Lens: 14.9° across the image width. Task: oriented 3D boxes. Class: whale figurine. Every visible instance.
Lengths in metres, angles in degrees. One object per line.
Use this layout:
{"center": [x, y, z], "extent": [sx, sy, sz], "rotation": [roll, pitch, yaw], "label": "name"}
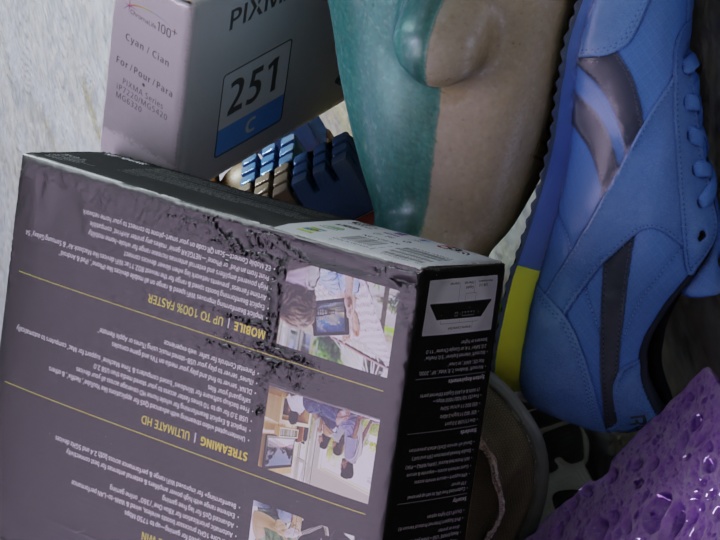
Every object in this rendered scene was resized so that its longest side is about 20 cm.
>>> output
{"center": [0.027, -0.077, 1.020], "extent": [0.159, 0.103, 0.201], "rotation": [5, -80, -76], "label": "whale figurine"}

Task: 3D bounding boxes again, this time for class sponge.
{"center": [0.074, 0.134, 0.967], "extent": [0.200, 0.030, 0.112], "rotation": [-45, 26, 14], "label": "sponge"}

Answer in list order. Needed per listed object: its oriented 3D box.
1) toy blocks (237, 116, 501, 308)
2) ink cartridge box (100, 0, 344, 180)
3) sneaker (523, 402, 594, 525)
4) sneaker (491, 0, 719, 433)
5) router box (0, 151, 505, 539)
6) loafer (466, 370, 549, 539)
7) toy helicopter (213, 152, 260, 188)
{"center": [0.000, 0.000, 1.123], "extent": [0.137, 0.100, 0.200], "rotation": [57, -164, -25], "label": "toy blocks"}
{"center": [-0.014, -0.144, 1.069], "extent": [0.045, 0.200, 0.177], "rotation": [32, 134, 26], "label": "ink cartridge box"}
{"center": [0.070, 0.118, 1.110], "extent": [0.200, 0.080, 0.084], "rotation": [-130, 26, -61], "label": "sneaker"}
{"center": [0.105, -0.039, 0.996], "extent": [0.066, 0.078, 0.201], "rotation": [-19, -57, -69], "label": "sneaker"}
{"center": [-0.049, 0.048, 0.992], "extent": [0.199, 0.051, 0.150], "rotation": [17, 103, 39], "label": "router box"}
{"center": [0.001, 0.116, 1.033], "extent": [0.075, 0.070, 0.200], "rotation": [42, 125, 15], "label": "loafer"}
{"center": [-0.022, 0.001, 1.290], "extent": [0.200, 0.132, 0.079], "rotation": [56, 174, 10], "label": "toy helicopter"}
